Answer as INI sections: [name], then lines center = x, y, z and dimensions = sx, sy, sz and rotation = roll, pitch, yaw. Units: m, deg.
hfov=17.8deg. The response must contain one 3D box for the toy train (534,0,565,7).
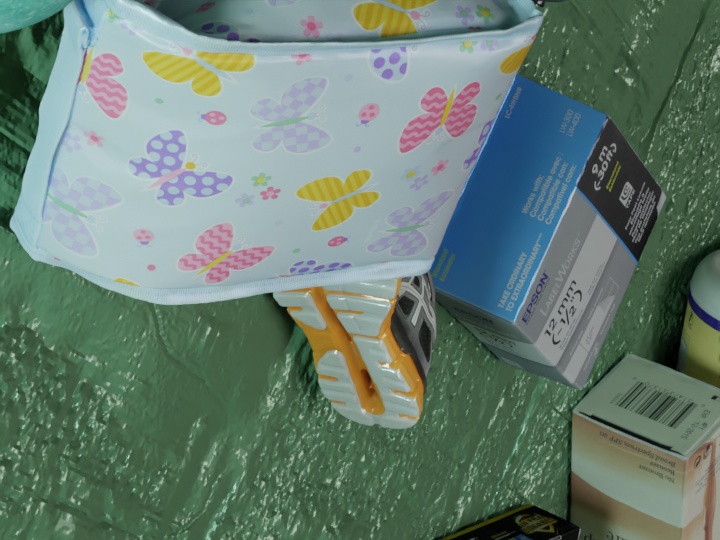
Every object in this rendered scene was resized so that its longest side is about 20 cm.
[toy train]
center = 0.086, -0.200, 1.261
dimensions = 0.200, 0.085, 0.115
rotation = -9, 128, -60

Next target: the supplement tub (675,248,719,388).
[supplement tub]
center = 0.310, 0.096, 1.751
dimensions = 0.145, 0.145, 0.201
rotation = -26, 129, -51

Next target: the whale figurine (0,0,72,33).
[whale figurine]
center = -0.130, -0.186, 0.867
dimensions = 0.159, 0.103, 0.201
rotation = 10, 101, -60

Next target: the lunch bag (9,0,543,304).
[lunch bag]
center = -0.047, -0.082, 1.009
dimensions = 0.199, 0.128, 0.170
rotation = -10, 142, -28

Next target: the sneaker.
[sneaker]
center = 0.000, 0.000, 1.250
dimensions = 0.201, 0.078, 0.078
rotation = 78, 29, -49

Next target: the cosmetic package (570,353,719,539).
[cosmetic package]
center = 0.214, 0.177, 1.686
dimensions = 0.087, 0.103, 0.201
rotation = -39, 137, -40

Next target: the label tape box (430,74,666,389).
[label tape box]
center = 0.111, -0.027, 1.419
dimensions = 0.144, 0.066, 0.200
rotation = -64, 152, -10

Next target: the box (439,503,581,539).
[box]
center = 0.074, 0.271, 1.559
dimensions = 0.159, 0.049, 0.201
rotation = -11, 117, -54
